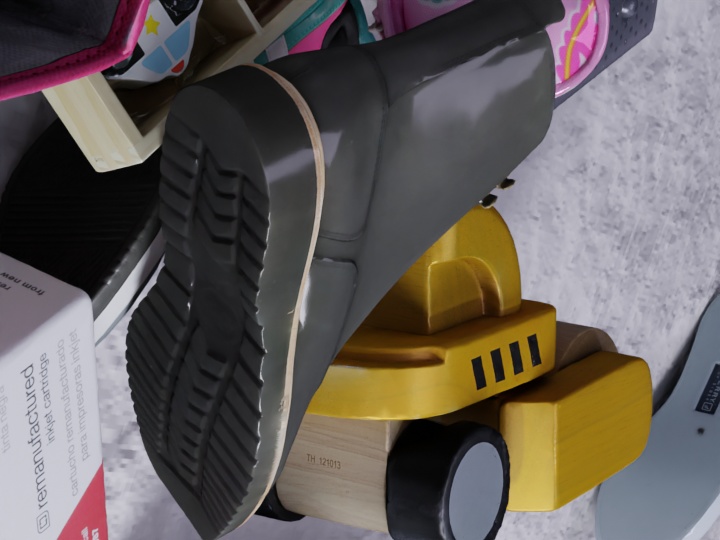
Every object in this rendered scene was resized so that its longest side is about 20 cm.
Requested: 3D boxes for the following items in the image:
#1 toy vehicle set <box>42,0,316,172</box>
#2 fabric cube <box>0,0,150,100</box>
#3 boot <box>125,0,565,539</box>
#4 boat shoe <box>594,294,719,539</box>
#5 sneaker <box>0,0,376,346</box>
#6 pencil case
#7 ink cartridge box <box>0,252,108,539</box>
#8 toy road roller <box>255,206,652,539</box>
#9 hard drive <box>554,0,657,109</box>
[{"bbox_3d":[-0.052,-0.141,0.823,0.200,0.026,0.125,-47,112,-35],"label":"toy vehicle set"},{"bbox_3d":[-0.168,-0.146,0.509,0.200,0.198,0.198,-21,126,-53],"label":"fabric cube"},{"bbox_3d":[0.000,0.000,0.840,0.138,0.078,0.201,-25,150,-31],"label":"boot"},{"bbox_3d":[0.206,0.111,1.450,0.201,0.070,0.091,-56,145,-26],"label":"boat shoe"},{"bbox_3d":[-0.054,-0.038,0.904,0.121,0.083,0.201,44,69,-49],"label":"sneaker"},{"bbox_3d":[0.045,-0.108,0.936,0.200,0.087,0.088,-84,-171,-78],"label":"pencil case"},{"bbox_3d":[-0.174,0.098,0.780,0.200,0.083,0.145,-39,140,-42],"label":"ink cartridge box"},{"bbox_3d":[0.033,0.028,1.057,0.199,0.122,0.147,-18,113,-54],"label":"toy road roller"},{"bbox_3d":[0.093,-0.175,1.096,0.135,0.042,0.201,-39,140,-43],"label":"hard drive"}]
